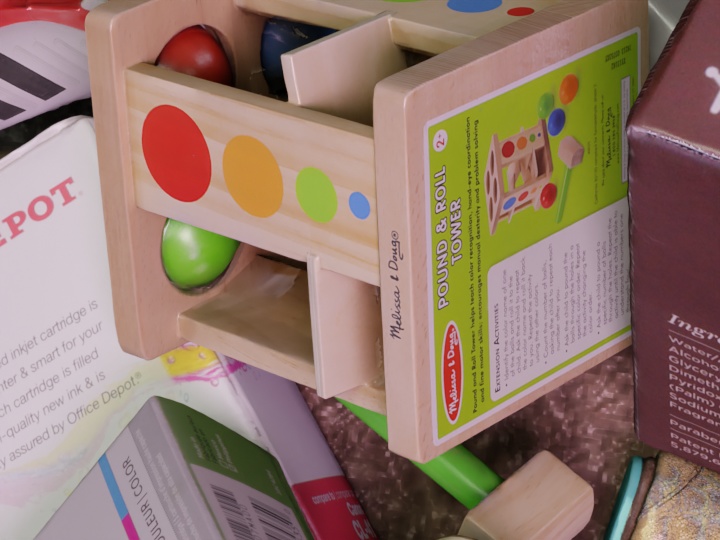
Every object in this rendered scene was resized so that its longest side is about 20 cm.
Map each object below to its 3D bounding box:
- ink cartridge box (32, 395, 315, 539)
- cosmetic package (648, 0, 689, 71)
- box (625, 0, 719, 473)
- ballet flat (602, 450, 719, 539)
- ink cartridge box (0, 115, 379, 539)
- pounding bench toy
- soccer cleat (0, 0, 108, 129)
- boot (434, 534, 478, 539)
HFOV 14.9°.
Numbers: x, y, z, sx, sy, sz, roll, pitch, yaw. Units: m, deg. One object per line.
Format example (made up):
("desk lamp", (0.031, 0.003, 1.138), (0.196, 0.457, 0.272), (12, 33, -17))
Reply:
("ink cartridge box", (-0.094, 0.152, 0.915), (0.200, 0.059, 0.104), (-50, 36, 15))
("cosmetic package", (0.049, -0.113, 0.994), (0.200, 0.074, 0.102), (49, 124, 14))
("box", (0.189, -0.026, 0.864), (0.164, 0.200, 0.166), (22, 65, 18))
("ballet flat", (0.090, 0.163, 0.974), (0.071, 0.071, 0.201), (24, 91, 18))
("ink cartridge box", (-0.099, 0.065, 1.023), (0.147, 0.086, 0.200), (-30, 79, 14))
("pounding bench toy", (0.000, 0.000, 0.939), (0.156, 0.124, 0.201), (17, 121, 38))
("soccer cleat", (-0.131, -0.084, 1.013), (0.069, 0.199, 0.085), (62, 146, 18))
("boot", (-0.012, 0.188, 0.909), (0.072, 0.155, 0.200), (37, 135, 9))
